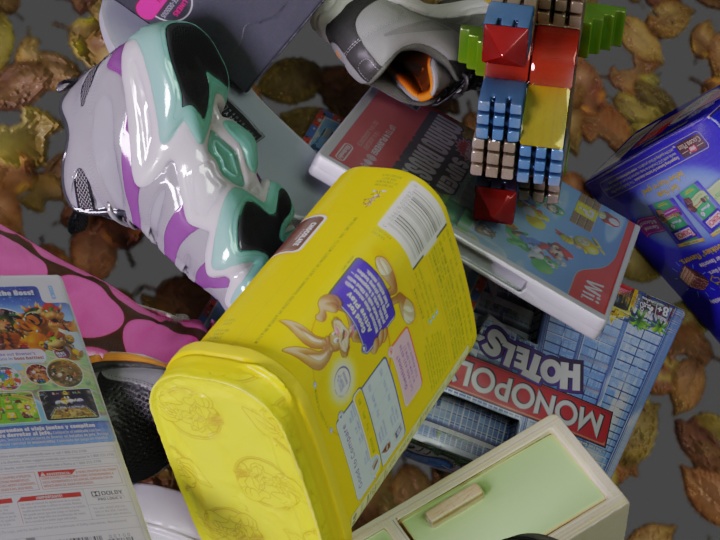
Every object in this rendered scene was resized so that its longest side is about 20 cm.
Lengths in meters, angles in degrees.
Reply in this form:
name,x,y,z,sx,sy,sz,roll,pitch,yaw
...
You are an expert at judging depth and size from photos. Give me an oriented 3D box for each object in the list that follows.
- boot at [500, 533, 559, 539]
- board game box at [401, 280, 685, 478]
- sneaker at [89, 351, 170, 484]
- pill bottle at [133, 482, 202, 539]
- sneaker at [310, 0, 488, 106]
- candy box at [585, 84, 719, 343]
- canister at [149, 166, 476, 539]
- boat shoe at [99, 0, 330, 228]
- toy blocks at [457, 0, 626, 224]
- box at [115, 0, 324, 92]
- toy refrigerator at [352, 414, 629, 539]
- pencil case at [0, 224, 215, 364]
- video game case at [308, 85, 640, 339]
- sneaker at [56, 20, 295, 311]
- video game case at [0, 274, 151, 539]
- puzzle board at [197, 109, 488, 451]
name,x,y,z,sx,sy,sz,roll,pitch,yaw
boot,0.106,0.196,1.006,0.131,0.200,0.068,-26,57,-38
board game box,0.097,0.088,1.151,0.200,0.062,0.200,22,67,-18
sneaker,-0.178,0.106,0.965,0.200,0.077,0.078,-18,109,6
pill bottle,-0.129,0.225,0.980,0.112,0.112,0.200,27,66,-15
sneaker,0.052,-0.138,1.163,0.200,0.074,0.079,4,53,-45
candy box,0.273,-0.025,1.203,0.077,0.169,0.200,-42,95,-24
canister,-0.017,0.053,0.978,0.200,0.086,0.149,-52,137,-42
boat shoe,-0.095,-0.094,1.111,0.199,0.068,0.074,44,57,7
toy blocks,0.099,-0.106,1.045,0.100,0.200,0.137,8,39,7
box,-0.054,-0.227,1.104,0.106,0.122,0.200,35,40,-12
toy refrigerator,0.054,0.170,1.037,0.200,0.070,0.076,-28,58,-16
pencil case,-0.184,0.024,1.028,0.200,0.091,0.094,32,67,-11
video game case,0.076,-0.044,1.113,0.200,0.017,0.143,31,30,1
sneaker,-0.119,-0.034,1.052,0.078,0.140,0.200,-18,87,-58
video game case,-0.194,0.082,0.893,0.143,0.018,0.200,-1,49,-30
puzzle board,0.000,0.000,1.121,0.151,0.017,0.200,24,62,8
